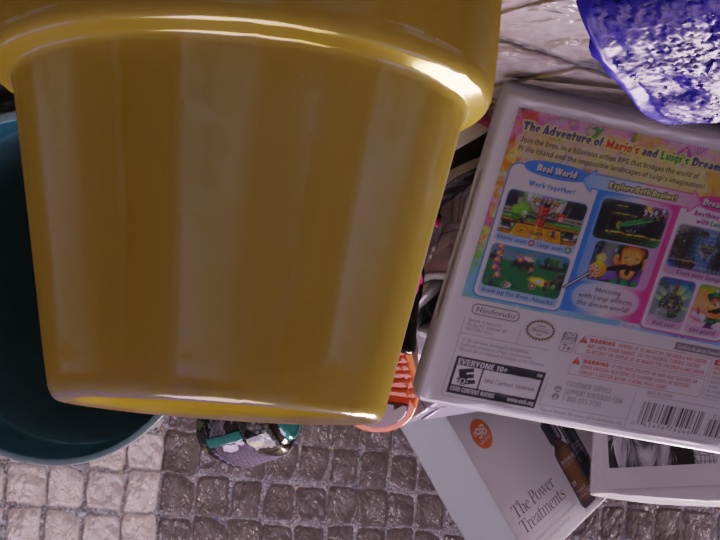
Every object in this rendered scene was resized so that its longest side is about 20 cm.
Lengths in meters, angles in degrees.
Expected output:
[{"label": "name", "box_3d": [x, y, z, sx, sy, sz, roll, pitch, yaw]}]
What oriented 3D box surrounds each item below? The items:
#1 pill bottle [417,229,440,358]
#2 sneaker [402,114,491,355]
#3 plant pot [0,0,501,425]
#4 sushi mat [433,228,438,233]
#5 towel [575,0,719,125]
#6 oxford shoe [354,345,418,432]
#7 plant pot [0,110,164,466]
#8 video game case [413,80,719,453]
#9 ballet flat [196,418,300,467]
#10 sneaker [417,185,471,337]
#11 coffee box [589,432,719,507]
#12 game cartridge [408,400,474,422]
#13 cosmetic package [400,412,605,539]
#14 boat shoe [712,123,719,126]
[{"label": "pill bottle", "box_3d": [0.058, 0.022, 1.189, 0.119, 0.120, 0.200, 5, 171, -10]}, {"label": "sneaker", "box_3d": [0.013, 0.000, 0.877, 0.087, 0.200, 0.074, 46, -176, -4]}, {"label": "plant pot", "box_3d": [-0.049, -0.039, 0.615, 0.200, 0.190, 0.201, 3, 172, 0]}, {"label": "sushi mat", "box_3d": [-0.014, 0.006, 1.060, 0.095, 0.012, 0.200, 10, 128, -47]}, {"label": "towel", "box_3d": [0.195, -0.092, 0.623, 0.199, 0.050, 0.148, -1, 171, 27]}, {"label": "oxford shoe", "box_3d": [0.000, 0.000, 0.990, 0.071, 0.201, 0.073, -1, -151, 8]}, {"label": "plant pot", "box_3d": [-0.151, 0.001, 0.969, 0.199, 0.201, 0.188, 1, -174, 18]}, {"label": "video game case", "box_3d": [0.146, 0.004, 0.850, 0.199, 0.183, 0.024, 11, -157, -11]}, {"label": "ballet flat", "box_3d": [-0.061, 0.070, 0.980, 0.072, 0.072, 0.200, 2, -167, 9]}, {"label": "sneaker", "box_3d": [0.064, -0.004, 0.953, 0.099, 0.078, 0.200, -33, -165, -1]}, {"label": "coffee box", "box_3d": [0.304, 0.087, 1.242, 0.199, 0.199, 0.200, 0, 171, 22]}, {"label": "game cartridge", "box_3d": [0.122, 0.056, 1.103, 0.130, 0.038, 0.200, -40, 159, 26]}, {"label": "cosmetic package", "box_3d": [0.130, 0.139, 1.268, 0.052, 0.151, 0.200, -34, 177, 37]}, {"label": "boat shoe", "box_3d": [0.177, -0.053, 0.873, 0.199, 0.072, 0.076, 10, 139, -13]}]
